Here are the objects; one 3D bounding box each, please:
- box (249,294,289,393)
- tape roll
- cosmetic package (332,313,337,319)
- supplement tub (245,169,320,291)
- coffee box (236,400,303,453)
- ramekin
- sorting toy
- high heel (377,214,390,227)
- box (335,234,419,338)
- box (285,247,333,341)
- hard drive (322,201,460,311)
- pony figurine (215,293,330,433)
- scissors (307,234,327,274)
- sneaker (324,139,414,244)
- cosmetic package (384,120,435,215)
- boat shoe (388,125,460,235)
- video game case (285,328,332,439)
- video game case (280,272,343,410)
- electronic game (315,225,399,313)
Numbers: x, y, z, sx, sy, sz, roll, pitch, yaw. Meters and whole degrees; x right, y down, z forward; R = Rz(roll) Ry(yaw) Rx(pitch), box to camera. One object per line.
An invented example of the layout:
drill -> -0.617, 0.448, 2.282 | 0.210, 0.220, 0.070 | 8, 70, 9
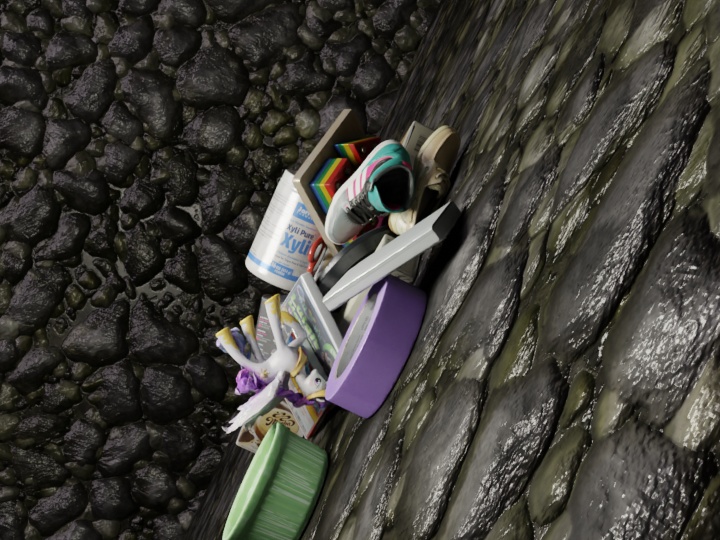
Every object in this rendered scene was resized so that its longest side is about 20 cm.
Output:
box -> -0.153, 0.161, 1.926 | 0.122, 0.105, 0.201 | -5, -73, -66
tape roll -> 0.021, 0.106, 1.316 | 0.201, 0.065, 0.200 | -63, 6, 12
cosmetic package -> -0.054, 0.108, 1.854 | 0.201, 0.074, 0.102 | -69, 8, -25
supplement tub -> -0.122, -0.074, 1.729 | 0.132, 0.131, 0.201 | -98, 31, -78
coffee box -> -0.153, 0.276, 1.817 | 0.201, 0.113, 0.080 | -61, 7, 30
ramekin -> -0.129, 0.347, 1.436 | 0.201, 0.097, 0.200 | -63, 7, 13
sorting toy -> -0.007, -0.149, 1.635 | 0.069, 0.201, 0.199 | 4, 47, 36
high heel -> 0.070, -0.088, 1.751 | 0.096, 0.068, 0.200 | -33, 1, 12
box -> 0.022, 0.044, 1.513 | 0.200, 0.068, 0.082 | -60, 8, 38
box -> -0.072, 0.031, 1.743 | 0.200, 0.048, 0.159 | -72, 7, -50
hard drive -> 0.046, -0.021, 1.314 | 0.200, 0.026, 0.132 | -34, 7, 26
pony figurine -> -0.147, 0.168, 1.492 | 0.192, 0.201, 0.167 | -33, -4, 5
scissors -> -0.054, -0.083, 1.672 | 0.073, 0.014, 0.201 | 84, -153, -61
sneaker -> 0.021, -0.110, 1.493 | 0.200, 0.083, 0.121 | -55, 24, 13
cosmetic package -> 0.090, -0.201, 1.874 | 0.200, 0.071, 0.106 | -54, 13, 57
boat shoe -> 0.119, -0.143, 1.514 | 0.065, 0.072, 0.201 | 23, 82, 47
video game case -> -0.101, 0.201, 1.621 | 0.017, 0.143, 0.200 | -21, -21, -26
video game case -> -0.073, 0.125, 1.554 | 0.023, 0.201, 0.182 | -20, -15, -26
electronic game -> 0.000, 0.000, 1.577 | 0.199, 0.042, 0.200 | -32, -25, -17
